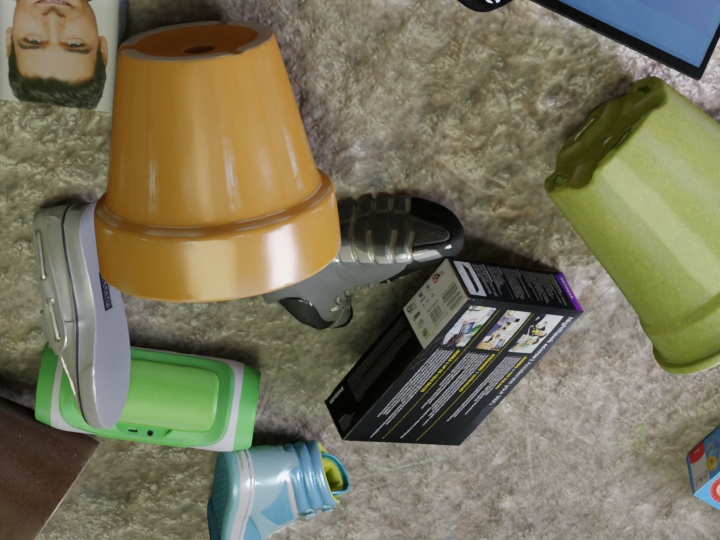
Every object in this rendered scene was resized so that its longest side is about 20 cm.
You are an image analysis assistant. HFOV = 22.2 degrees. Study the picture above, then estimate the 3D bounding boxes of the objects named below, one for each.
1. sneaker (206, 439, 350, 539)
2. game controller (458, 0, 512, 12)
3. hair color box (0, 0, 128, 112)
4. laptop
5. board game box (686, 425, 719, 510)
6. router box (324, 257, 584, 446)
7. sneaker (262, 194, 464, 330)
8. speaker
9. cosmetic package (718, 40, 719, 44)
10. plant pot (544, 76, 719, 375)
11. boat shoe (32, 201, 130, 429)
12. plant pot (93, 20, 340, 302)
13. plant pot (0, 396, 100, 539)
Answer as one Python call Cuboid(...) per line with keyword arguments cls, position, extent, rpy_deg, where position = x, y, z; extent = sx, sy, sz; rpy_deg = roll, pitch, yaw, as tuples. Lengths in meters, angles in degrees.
Cuboid(cls="sneaker", position=(-0.079, 0.234, 1.785), extent=(0.130, 0.080, 0.200), rpy_deg=(-7, 148, -16))
Cuboid(cls="game controller", position=(0.142, -0.276, 1.416), extent=(0.199, 0.042, 0.104), rpy_deg=(-29, 135, 23))
Cuboid(cls="hair color box", position=(-0.234, -0.228, 1.448), extent=(0.098, 0.061, 0.201), rpy_deg=(6, 128, -3))
Cuboid(cls="laptop", position=(0.213, -0.273, 1.305), extent=(0.177, 0.103, 0.201), rpy_deg=(26, 126, 3))
Cuboid(cls="board game box", position=(0.447, 0.179, 1.731), extent=(0.195, 0.056, 0.200), rpy_deg=(30, 123, -19))
Cuboid(cls="router box", position=(0.082, 0.077, 1.634), extent=(0.149, 0.051, 0.200), rpy_deg=(8, 134, -41))
Cuboid(cls="sneaker", position=(0.000, 0.000, 1.613), extent=(0.199, 0.075, 0.116), rpy_deg=(-1, 134, 14))
Cuboid(cls="speaker", position=(-0.195, 0.115, 1.691), extent=(0.199, 0.089, 0.089), rpy_deg=(8, 127, -4))
Cuboid(cls="cosmetic package", position=(0.320, -0.266, 1.390), extent=(0.101, 0.074, 0.201), rpy_deg=(13, 124, -6))
Cuboid(cls="plant pot", position=(0.257, -0.050, 1.497), extent=(0.184, 0.201, 0.200), rpy_deg=(43, 118, -14))
Cuboid(cls="boat shoe", position=(-0.252, 0.041, 1.616), extent=(0.065, 0.072, 0.201), rpy_deg=(-3, 103, 22))
Cuboid(cls="plant pot", position=(-0.123, -0.097, 1.474), extent=(0.199, 0.200, 0.184), rpy_deg=(-3, 112, 5))
Cuboid(cls="plant pot", position=(-0.377, 0.181, 1.709), extent=(0.200, 0.187, 0.187), rpy_deg=(36, 122, -4))
